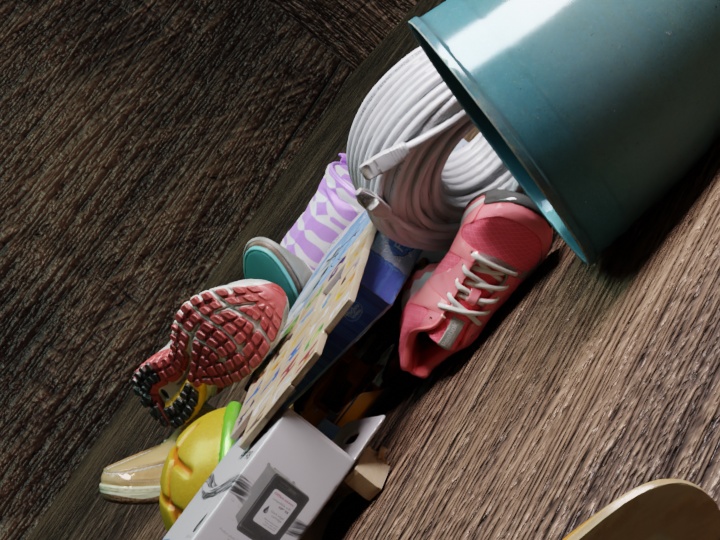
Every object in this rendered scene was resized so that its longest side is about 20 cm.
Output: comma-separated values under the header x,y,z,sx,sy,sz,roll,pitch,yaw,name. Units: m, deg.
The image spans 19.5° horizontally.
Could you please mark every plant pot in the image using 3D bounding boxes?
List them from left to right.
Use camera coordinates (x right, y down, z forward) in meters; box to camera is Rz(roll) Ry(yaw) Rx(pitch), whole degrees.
x,y,z,sx,sy,sz,roll,pitch,yaw,name
0.164,-0.139,1.370,0.188,0.200,0.200,-37,8,2,plant pot

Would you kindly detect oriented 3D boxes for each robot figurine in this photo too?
x,y,z,sx,sy,sz,roll,pitch,yaw,name
0.006,0.077,1.749,0.200,0.058,0.145,-52,8,5,robot figurine

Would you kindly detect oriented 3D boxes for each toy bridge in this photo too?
x,y,z,sx,sy,sz,roll,pitch,yaw,name
-0.041,0.194,1.590,0.200,0.027,0.067,-46,9,30,toy bridge

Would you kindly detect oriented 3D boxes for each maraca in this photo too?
x,y,z,sx,sy,sz,roll,pitch,yaw,name
-0.109,0.193,1.692,0.200,0.107,0.137,97,-179,-48,maraca

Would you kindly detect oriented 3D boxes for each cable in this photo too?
x,y,z,sx,sy,sz,roll,pitch,yaw,name
0.085,-0.101,1.597,0.200,0.069,0.200,-39,-33,1,cable

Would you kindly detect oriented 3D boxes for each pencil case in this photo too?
x,y,z,sx,sy,sz,roll,pitch,yaw,name
-0.047,-0.013,1.945,0.200,0.084,0.086,-53,52,16,pencil case

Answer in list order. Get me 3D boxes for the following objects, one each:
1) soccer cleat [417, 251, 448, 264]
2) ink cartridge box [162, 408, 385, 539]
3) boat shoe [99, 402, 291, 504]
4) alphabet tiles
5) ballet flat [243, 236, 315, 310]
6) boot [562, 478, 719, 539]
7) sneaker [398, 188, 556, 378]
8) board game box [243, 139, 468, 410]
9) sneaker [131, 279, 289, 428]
x,y,z,sx,sy,sz,roll,pitch,yaw,name
0.078,-0.045,1.889,0.078,0.069,0.200,-41,19,33,soccer cleat
-0.076,0.170,1.548,0.200,0.067,0.116,-54,9,-16,ink cartridge box
-0.137,0.150,1.795,0.200,0.076,0.072,-11,13,-40,boat shoe
-0.046,0.056,1.587,0.167,0.008,0.200,-51,8,22,alphabet tiles
-0.054,0.036,1.891,0.067,0.200,0.064,11,44,35,ballet flat
0.078,0.150,0.917,0.201,0.071,0.144,-55,9,13,boot
0.086,0.018,1.574,0.200,0.074,0.087,-53,14,50,sneaker
0.000,0.000,1.739,0.200,0.043,0.199,-46,9,47,board game box
-0.116,0.055,1.721,0.082,0.078,0.200,-40,2,-41,sneaker
